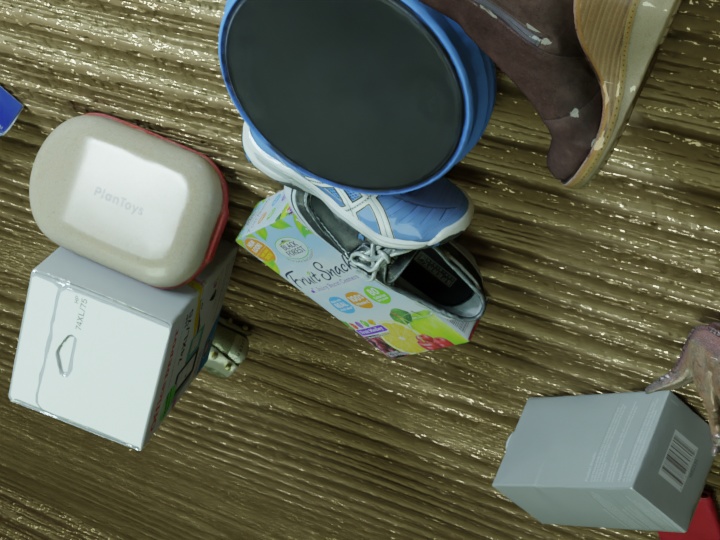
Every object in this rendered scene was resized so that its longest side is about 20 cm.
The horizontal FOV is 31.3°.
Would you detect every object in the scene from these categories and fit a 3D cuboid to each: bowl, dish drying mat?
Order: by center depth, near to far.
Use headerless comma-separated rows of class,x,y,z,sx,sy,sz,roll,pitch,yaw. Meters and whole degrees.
bowl,-0.007,-0.134,0.876,0.198,0.040,0.202,16,139,15
dish drying mat,0.351,0.273,1.377,0.076,0.018,0.201,12,150,31

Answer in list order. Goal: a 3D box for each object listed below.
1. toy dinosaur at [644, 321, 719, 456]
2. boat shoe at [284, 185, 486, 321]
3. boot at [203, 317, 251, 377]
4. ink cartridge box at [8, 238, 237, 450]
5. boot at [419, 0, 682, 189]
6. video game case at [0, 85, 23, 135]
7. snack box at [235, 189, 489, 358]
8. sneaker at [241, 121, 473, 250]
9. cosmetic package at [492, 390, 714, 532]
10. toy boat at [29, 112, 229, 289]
toy dinosaur,0.292,0.076,0.986,0.136,0.086,0.199,55,163,-27
boat shoe,0.023,-0.019,1.062,0.199,0.074,0.068,39,-165,-22
boot,-0.193,0.055,1.478,0.154,0.073,0.200,31,157,-10
ink cartridge box,-0.232,0.048,1.276,0.144,0.200,0.148,20,116,5
boot,0.095,-0.145,0.775,0.165,0.073,0.201,26,149,9
video game case,-0.462,-0.202,1.294,0.200,0.046,0.180,43,153,-30
snack box,0.000,0.000,1.177,0.199,0.053,0.142,38,153,-19
sneaker,-0.004,-0.082,0.993,0.198,0.076,0.077,25,152,6
cosmetic package,0.228,0.181,1.220,0.090,0.108,0.199,37,156,-21
toy boat,-0.212,-0.068,1.227,0.198,0.132,0.131,23,-175,12
